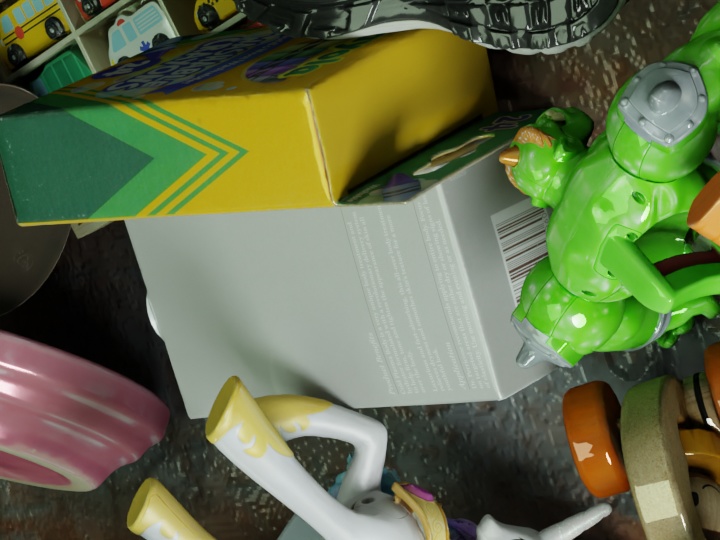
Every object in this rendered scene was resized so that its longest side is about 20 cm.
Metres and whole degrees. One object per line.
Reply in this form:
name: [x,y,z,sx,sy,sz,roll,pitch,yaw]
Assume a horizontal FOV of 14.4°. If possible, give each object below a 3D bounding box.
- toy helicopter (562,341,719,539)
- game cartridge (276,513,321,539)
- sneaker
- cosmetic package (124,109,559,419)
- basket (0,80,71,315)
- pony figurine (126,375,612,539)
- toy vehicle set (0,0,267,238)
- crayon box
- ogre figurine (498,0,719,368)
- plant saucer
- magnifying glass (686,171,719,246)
toy helicopter: [0.148,0.135,1.141,0.079,0.132,0.200,-18,118,15]
game cartridge: [-0.001,0.209,1.371,0.133,0.040,0.200,30,128,25]
sneaker: [0.023,-0.128,1.132,0.200,0.079,0.074,13,109,25]
cosmetic package: [0.000,0.000,1.233,0.200,0.090,0.107,-2,108,47]
basket: [-0.246,-0.047,1.369,0.200,0.180,0.136,12,106,40]
pony figurine: [-0.007,0.151,1.212,0.193,0.200,0.167,-62,18,10]
toy vehicle set: [-0.095,-0.104,1.312,0.200,0.027,0.124,-27,91,47]
crayon box: [-0.034,-0.064,1.168,0.200,0.126,0.052,-2,108,36]
ogre figurine: [0.119,-0.034,1.076,0.098,0.120,0.200,55,136,8]
plant saucer: [-0.193,0.062,1.372,0.200,0.200,0.051,3,73,42]
magnifying glass: [0.202,0.024,1.018,0.200,0.022,0.080,32,120,-16]
